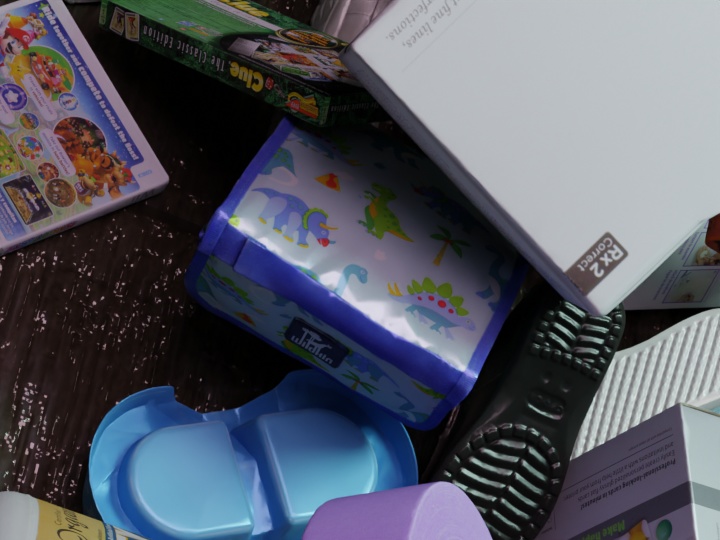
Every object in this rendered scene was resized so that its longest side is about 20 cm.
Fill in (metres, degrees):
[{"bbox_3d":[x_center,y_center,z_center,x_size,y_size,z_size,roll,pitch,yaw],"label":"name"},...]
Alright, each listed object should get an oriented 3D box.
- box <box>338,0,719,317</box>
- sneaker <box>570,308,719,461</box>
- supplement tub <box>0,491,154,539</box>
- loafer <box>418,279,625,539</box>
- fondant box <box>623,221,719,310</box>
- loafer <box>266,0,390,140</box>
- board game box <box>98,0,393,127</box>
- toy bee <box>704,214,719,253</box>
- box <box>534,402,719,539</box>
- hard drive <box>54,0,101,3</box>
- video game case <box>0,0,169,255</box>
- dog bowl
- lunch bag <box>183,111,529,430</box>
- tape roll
[{"bbox_3d":[0.125,-0.114,1.342,0.199,0.131,0.200,-43,95,-1],"label":"box"},{"bbox_3d":[0.155,0.089,1.520,0.199,0.082,0.074,-17,67,-7],"label":"sneaker"},{"bbox_3d":[-0.149,0.197,1.259,0.199,0.145,0.145,21,56,-15],"label":"supplement tub"},{"bbox_3d":[0.087,0.092,1.450,0.073,0.071,0.201,32,87,-16],"label":"loafer"},{"bbox_3d":[0.240,-0.045,1.581,0.199,0.145,0.058,0,46,-26],"label":"fondant box"},{"bbox_3d":[0.003,-0.140,1.573,0.070,0.070,0.201,29,62,-15],"label":"loafer"},{"bbox_3d":[-0.053,-0.128,1.476,0.104,0.024,0.200,-11,28,-43],"label":"board game box"},{"bbox_3d":[0.301,-0.006,1.530,0.200,0.108,0.132,-2,94,-53],"label":"toy bee"},{"bbox_3d":[0.150,0.196,1.398,0.041,0.156,0.201,16,57,-33],"label":"box"},{"bbox_3d":[-0.084,-0.220,1.527,0.199,0.140,0.038,-8,67,-30],"label":"hard drive"},{"bbox_3d":[-0.228,-0.076,1.452,0.199,0.018,0.144,-24,75,-34],"label":"video game case"},{"bbox_3d":[-0.066,0.121,1.402,0.199,0.050,0.112,-6,66,-29],"label":"dog bowl"},{"bbox_3d":[0.000,0.000,1.406,0.170,0.128,0.200,30,14,-1],"label":"lunch bag"},{"bbox_3d":[0.029,0.215,1.311,0.200,0.065,0.201,-11,90,-71],"label":"tape roll"}]
